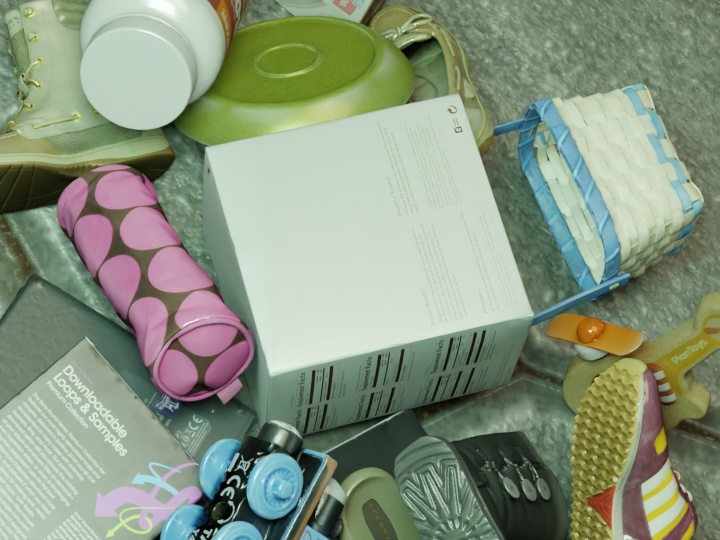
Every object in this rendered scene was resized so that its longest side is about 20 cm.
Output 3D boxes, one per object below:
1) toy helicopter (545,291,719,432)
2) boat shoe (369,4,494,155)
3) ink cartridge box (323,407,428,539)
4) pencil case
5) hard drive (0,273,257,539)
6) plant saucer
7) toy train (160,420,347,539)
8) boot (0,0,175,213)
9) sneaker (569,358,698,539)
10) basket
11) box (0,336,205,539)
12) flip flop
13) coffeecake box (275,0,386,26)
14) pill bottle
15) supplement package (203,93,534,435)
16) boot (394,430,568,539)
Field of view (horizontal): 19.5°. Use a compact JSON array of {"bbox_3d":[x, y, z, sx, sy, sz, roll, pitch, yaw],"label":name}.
[{"bbox_3d":[0.227,0.065,1.626,0.132,0.200,0.079,38,48,-10],"label":"toy helicopter"},{"bbox_3d":[0.049,-0.165,1.722,0.073,0.063,0.201,-31,44,9],"label":"boat shoe"},{"bbox_3d":[-0.018,0.186,1.567,0.200,0.037,0.095,-27,76,-29],"label":"ink cartridge box"},{"bbox_3d":[-0.152,0.011,1.544,0.091,0.094,0.200,-40,50,7],"label":"pencil case"},{"bbox_3d":[-0.193,0.108,1.540,0.200,0.033,0.140,32,57,-2],"label":"hard drive"},{"bbox_3d":[-0.057,-0.156,1.669,0.199,0.031,0.200,-6,33,4],"label":"plant saucer"},{"bbox_3d":[-0.080,0.206,1.457,0.114,0.087,0.200,39,71,-37],"label":"toy train"},{"bbox_3d":[-0.256,-0.131,1.622,0.199,0.072,0.155,-10,68,-33],"label":"boot"},{"bbox_3d":[0.215,0.163,1.608,0.090,0.075,0.201,-2,104,-31],"label":"sneaker"},{"bbox_3d":[0.165,-0.051,1.706,0.199,0.139,0.177,-16,69,-12],"label":"basket"},{"bbox_3d":[-0.220,0.164,1.468,0.200,0.036,0.143,-41,87,-19],"label":"box"},{"bbox_3d":[0.049,0.231,1.529,0.081,0.058,0.200,-37,104,-32],"label":"flip flop"},{"bbox_3d":[-0.052,-0.300,1.743,0.200,0.154,0.073,37,57,2],"label":"coffeecake box"},{"bbox_3d":[-0.151,-0.193,1.614,0.112,0.112,0.200,24,33,-7],"label":"pill bottle"},{"bbox_3d":[0.000,0.000,1.580,0.199,0.147,0.192,-13,67,-10],"label":"supplement package"},{"bbox_3d":[0.103,0.198,1.536,0.065,0.200,0.165,-20,78,17],"label":"boot"}]
